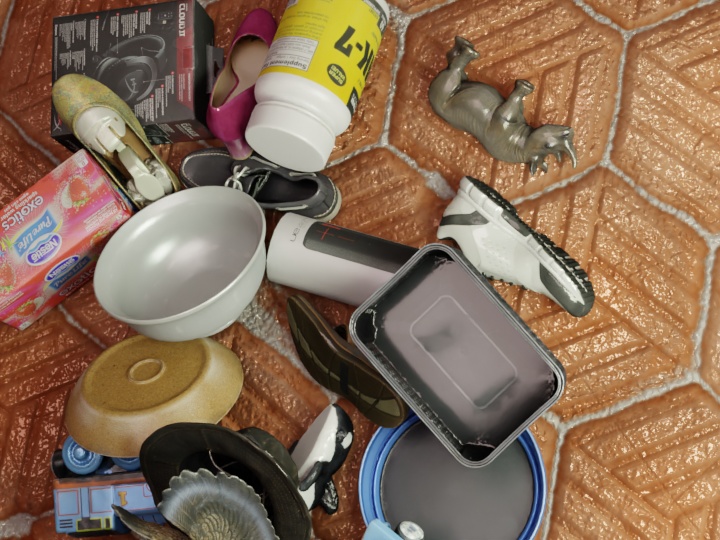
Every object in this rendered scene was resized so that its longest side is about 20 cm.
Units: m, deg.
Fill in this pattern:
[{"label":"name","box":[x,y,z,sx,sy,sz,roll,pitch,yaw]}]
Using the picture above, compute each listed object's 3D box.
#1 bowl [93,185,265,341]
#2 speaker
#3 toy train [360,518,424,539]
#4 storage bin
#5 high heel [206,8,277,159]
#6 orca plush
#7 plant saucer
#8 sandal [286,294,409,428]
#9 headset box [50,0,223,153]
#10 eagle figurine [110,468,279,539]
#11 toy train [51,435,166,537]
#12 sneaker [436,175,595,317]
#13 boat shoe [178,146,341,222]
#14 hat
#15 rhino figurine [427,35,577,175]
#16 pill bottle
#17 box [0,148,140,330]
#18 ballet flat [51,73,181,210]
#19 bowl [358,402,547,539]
[{"label":"bowl","box":[-0.182,0.009,1.653,0.199,0.091,0.202,-13,43,12]},{"label":"speaker","box":[0.000,0.000,1.647,0.198,0.081,0.082,16,82,18]},{"label":"toy train","box":[0.000,0.341,1.527,0.086,0.114,0.201,35,114,19]},{"label":"storage bin","box":[0.099,0.083,1.529,0.135,0.094,0.200,-43,82,7]},{"label":"high heel","box":[-0.135,-0.231,1.712,0.067,0.096,0.202,6,64,16]},{"label":"orca plush","box":[-0.052,0.245,1.607,0.071,0.105,0.201,32,69,-16]},{"label":"plant saucer","box":[-0.226,0.120,1.636,0.198,0.036,0.201,-9,34,6]},{"label":"sandal","box":[-0.009,0.092,1.629,0.054,0.082,0.199,-26,45,-34]},{"label":"headset box","box":[-0.254,-0.225,1.766,0.198,0.077,0.150,-6,76,12]},{"label":"eagle figurine","box":[-0.146,0.297,1.504,0.151,0.151,0.202,-22,79,0]},{"label":"toy train","box":[-0.239,0.226,1.648,0.198,0.087,0.116,-6,84,9]},{"label":"sneaker","box":[0.165,-0.012,1.620,0.200,0.074,0.080,43,105,24]},{"label":"boat shoe","box":[-0.120,-0.104,1.710,0.198,0.063,0.073,15,81,17]},{"label":"hat","box":[-0.123,0.206,1.542,0.199,0.202,0.081,18,43,18]},{"label":"rhino figurine","box":[0.156,-0.167,1.654,0.199,0.060,0.088,38,108,18]},{"label":"pill bottle","box":[-0.050,-0.218,1.674,0.113,0.114,0.202,14,70,17]},{"label":"box","box":[-0.352,-0.033,1.735,0.199,0.100,0.096,-36,71,3]},{"label":"ballet flat","box":[-0.266,-0.135,1.692,0.070,0.200,0.071,-27,32,19]},{"label":"bowl","box":[0.098,0.227,1.589,0.198,0.039,0.203,-3,77,14]}]
